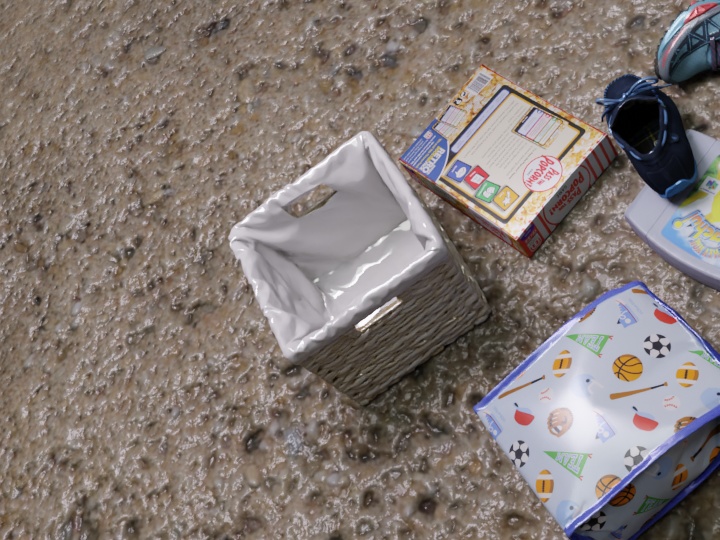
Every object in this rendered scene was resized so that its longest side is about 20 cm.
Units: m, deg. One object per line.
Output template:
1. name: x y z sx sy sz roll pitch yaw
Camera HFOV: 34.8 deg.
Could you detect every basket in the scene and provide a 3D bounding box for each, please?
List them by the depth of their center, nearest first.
1. basket: 0.000 0.000 1.229 0.198 0.161 0.200 -36 52 8

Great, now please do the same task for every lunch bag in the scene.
1. lunch bag: 0.236 0.129 1.041 0.200 0.124 0.170 -47 49 9

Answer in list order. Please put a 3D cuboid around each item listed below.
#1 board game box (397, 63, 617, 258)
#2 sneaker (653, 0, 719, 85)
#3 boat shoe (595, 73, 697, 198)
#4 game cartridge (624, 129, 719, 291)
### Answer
1. board game box: 0.160 -0.126 1.280 0.152 0.046 0.200 -48 51 -3
2. sneaker: 0.401 -0.246 1.187 0.199 0.079 0.096 -31 54 12
3. boat shoe: 0.293 -0.157 1.178 0.084 0.069 0.200 -39 31 14
4. game cartridge: 0.363 -0.049 1.124 0.200 0.040 0.134 33 87 39
